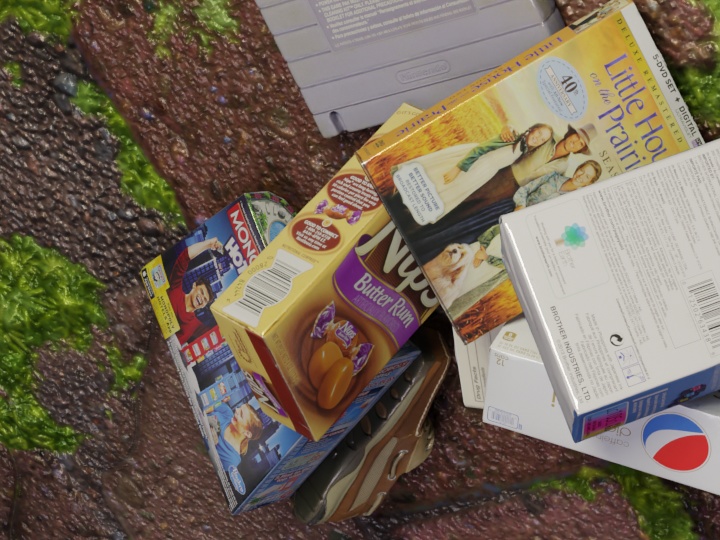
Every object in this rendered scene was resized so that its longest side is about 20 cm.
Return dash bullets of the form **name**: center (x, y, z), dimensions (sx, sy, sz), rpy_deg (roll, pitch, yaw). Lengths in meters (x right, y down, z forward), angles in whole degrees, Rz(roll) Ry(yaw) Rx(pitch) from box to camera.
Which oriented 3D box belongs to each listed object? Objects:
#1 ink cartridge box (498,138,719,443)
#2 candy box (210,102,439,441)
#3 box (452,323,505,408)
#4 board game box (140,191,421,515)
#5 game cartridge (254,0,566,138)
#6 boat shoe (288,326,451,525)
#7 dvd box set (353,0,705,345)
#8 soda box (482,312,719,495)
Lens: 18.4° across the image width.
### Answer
- **ink cartridge box**: center (0.200, 0.005, 1.364), dimensions (0.199, 0.076, 0.137), rpy_deg (-20, 74, -1)
- **candy box**: center (0.000, 0.000, 1.468), dimensions (0.056, 0.200, 0.117), rpy_deg (25, 154, 35)
- **box**: center (0.168, 0.047, 1.510), dimensions (0.199, 0.078, 0.095), rpy_deg (7, 125, 24)
- **board game box**: center (-0.053, 0.050, 1.608), dimensions (0.200, 0.061, 0.201), rpy_deg (-31, 77, 46)
- **game cartridge**: center (0.033, -0.167, 1.463), dimensions (0.199, 0.038, 0.130), rpy_deg (-11, 112, 34)
- **boat shoe**: center (0.016, 0.116, 1.653), dimensions (0.074, 0.076, 0.200), rpy_deg (9, 136, -30)
- **dvd box set**: center (0.116, -0.062, 1.415), dimensions (0.199, 0.029, 0.147), rpy_deg (-30, 110, 0)
- **soda box**: center (0.182, 0.083, 1.429), dimensions (0.199, 0.068, 0.064), rpy_deg (17, 128, 16)
